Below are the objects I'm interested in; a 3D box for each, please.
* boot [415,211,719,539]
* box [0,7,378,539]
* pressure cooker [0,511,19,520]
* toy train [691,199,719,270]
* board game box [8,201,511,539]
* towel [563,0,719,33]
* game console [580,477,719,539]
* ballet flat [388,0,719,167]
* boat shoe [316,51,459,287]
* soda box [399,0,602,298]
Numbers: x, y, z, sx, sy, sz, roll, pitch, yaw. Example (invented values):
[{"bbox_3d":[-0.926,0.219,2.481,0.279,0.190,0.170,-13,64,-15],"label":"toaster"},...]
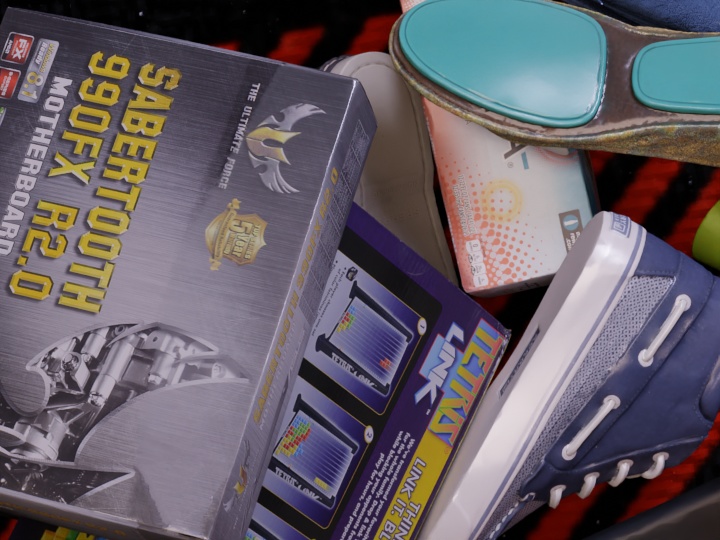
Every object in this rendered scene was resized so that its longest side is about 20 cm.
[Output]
[{"bbox_3d":[0.097,0.078,1.271,0.090,0.073,0.200,28,109,-7],"label":"boot"},{"bbox_3d":[-0.097,0.005,1.152,0.158,0.048,0.201,13,73,17],"label":"box"},{"bbox_3d":[-0.130,0.014,1.293,0.175,0.179,0.201,11,89,10],"label":"pressure cooker"},{"bbox_3d":[0.197,0.008,1.290,0.116,0.085,0.201,32,101,26],"label":"toy train"},{"bbox_3d":[-0.039,0.070,1.232,0.057,0.165,0.201,11,69,46],"label":"board game box"},{"bbox_3d":[0.091,-0.181,1.270,0.199,0.049,0.112,26,80,-6],"label":"towel"},{"bbox_3d":[0.142,0.195,1.289,0.199,0.031,0.177,-26,97,9],"label":"game console"},{"bbox_3d":[0.111,-0.075,1.248,0.199,0.071,0.071,6,89,9],"label":"ballet flat"},{"bbox_3d":[0.000,0.000,1.342,0.063,0.072,0.201,-2,94,54],"label":"boat shoe"},{"bbox_3d":[0.062,-0.091,1.320,0.068,0.064,0.201,-13,86,9],"label":"soda box"}]
